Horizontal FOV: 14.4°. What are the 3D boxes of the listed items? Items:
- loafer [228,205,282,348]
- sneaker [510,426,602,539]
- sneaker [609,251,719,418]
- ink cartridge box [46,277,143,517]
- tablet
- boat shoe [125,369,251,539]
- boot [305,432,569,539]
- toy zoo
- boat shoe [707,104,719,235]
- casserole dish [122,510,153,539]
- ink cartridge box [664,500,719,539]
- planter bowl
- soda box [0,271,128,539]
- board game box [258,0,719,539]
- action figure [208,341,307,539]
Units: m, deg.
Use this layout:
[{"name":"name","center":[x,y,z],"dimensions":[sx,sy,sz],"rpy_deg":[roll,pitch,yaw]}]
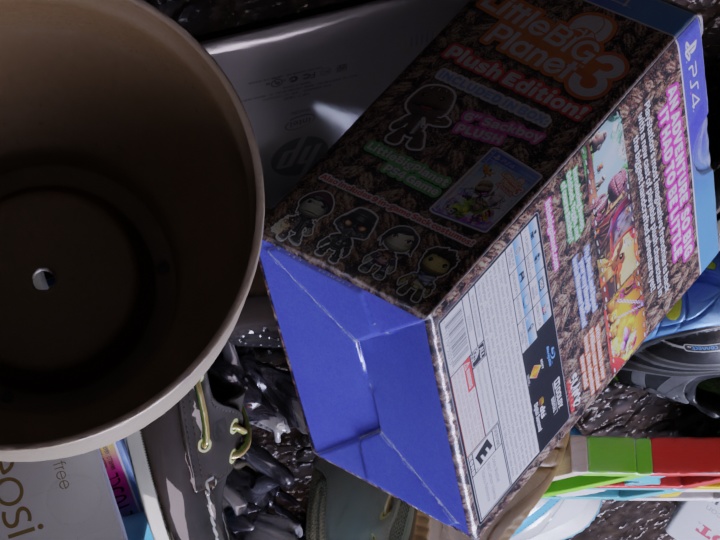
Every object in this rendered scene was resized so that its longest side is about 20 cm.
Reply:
[{"name":"loafer","center":[0.000,0.000,1.360],"dimensions":[0.073,0.071,0.200],"rpy_deg":[-6,175,24]},{"name":"sneaker","center":[0.035,0.138,1.586],"dimensions":[0.200,0.077,0.081],"rpy_deg":[-29,143,-4]},{"name":"sneaker","center":[0.151,0.044,1.453],"dimensions":[0.071,0.083,0.200],"rpy_deg":[-49,-169,-22]},{"name":"ink cartridge box","center":[-0.213,0.096,1.382],"dimensions":[0.200,0.076,0.137],"rpy_deg":[-18,146,-4]},{"name":"tablet","center":[-0.030,-0.070,1.310],"dimensions":[0.200,0.014,0.130],"rpy_deg":[-14,146,-11]},{"name":"boat shoe","center":[-0.083,0.062,1.318],"dimensions":[0.060,0.072,0.202],"rpy_deg":[-17,110,-2]},{"name":"boot","center":[0.036,0.098,1.467],"dimensions":[0.073,0.155,0.200],"rpy_deg":[12,103,-21]},{"name":"toy zoo","center":[0.166,0.106,1.507],"dimensions":[0.200,0.021,0.131],"rpy_deg":[2,169,-25]},{"name":"boat shoe","center":[0.136,-0.039,1.400],"dimensions":[0.066,0.075,0.199],"rpy_deg":[40,125,-15]},{"name":"casserole dish","center":[-0.113,0.197,1.416],"dimensions":[0.039,0.121,0.200],"rpy_deg":[1,152,7]},{"name":"ink cartridge box","center":[0.281,0.106,1.597],"dimensions":[0.088,0.145,0.200],"rpy_deg":[-47,169,-42]},{"name":"planter bowl","center":[-0.137,-0.009,1.194],"dimensions":[0.200,0.201,0.135],"rpy_deg":[-19,166,-4]},{"name":"soda box","center":[-0.153,0.076,1.272],"dimensions":[0.068,0.200,0.064],"rpy_deg":[-17,153,-7]},{"name":"board game box","center":[0.062,-0.014,1.264],"dimensions":[0.200,0.097,0.160],"rpy_deg":[-47,147,-27]},{"name":"action figure","center":[-0.054,0.092,1.432],"dimensions":[0.119,0.102,0.200],"rpy_deg":[-57,164,-28]}]
